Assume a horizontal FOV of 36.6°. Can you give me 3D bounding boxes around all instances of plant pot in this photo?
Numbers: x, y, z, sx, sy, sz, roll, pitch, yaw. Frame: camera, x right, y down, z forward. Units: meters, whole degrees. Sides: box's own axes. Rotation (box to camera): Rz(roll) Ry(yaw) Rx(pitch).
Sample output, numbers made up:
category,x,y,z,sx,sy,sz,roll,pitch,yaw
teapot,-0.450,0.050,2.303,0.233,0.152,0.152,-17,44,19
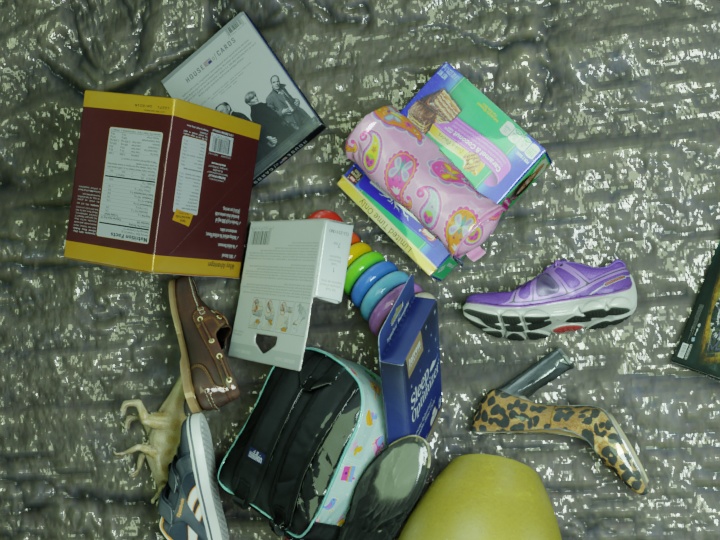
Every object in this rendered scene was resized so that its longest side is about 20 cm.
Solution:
category,x,y,z,sx,sy,sz,roll,pitch,yaw
plant pot,0.138,0.287,1.196,0.198,0.200,0.143,3,60,18

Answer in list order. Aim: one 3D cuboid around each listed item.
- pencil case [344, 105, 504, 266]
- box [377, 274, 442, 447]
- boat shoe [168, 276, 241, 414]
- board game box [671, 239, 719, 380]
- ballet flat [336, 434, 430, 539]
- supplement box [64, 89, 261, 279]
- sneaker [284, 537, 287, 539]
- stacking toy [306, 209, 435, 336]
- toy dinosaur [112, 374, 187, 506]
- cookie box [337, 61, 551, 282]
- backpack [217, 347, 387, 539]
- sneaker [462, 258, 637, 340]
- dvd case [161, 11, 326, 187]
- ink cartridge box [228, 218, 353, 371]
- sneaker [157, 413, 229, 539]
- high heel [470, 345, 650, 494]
category,x,y,z,sx,sy,sz,roll,pitch,yaw
pencil case,0.072,-0.098,1.235,0.200,0.087,0.088,45,97,17
box,0.058,0.118,1.212,0.032,0.121,0.201,7,126,20
boat shoe,-0.194,0.086,1.366,0.070,0.071,0.201,-20,57,3
board game box,0.421,0.024,1.166,0.028,0.135,0.201,22,90,-24
ballet flat,0.019,0.266,1.192,0.066,0.057,0.201,30,100,15
supplement box,-0.238,-0.100,1.336,0.132,0.197,0.202,9,92,25
sneaker,-0.140,0.382,1.316,0.115,0.078,0.201,25,89,18
stacking toy,0.000,0.000,1.327,0.085,0.085,0.200,-46,68,7
toy dinosaur,-0.258,0.200,1.402,0.100,0.058,0.202,10,76,2
cookie box,0.100,-0.117,1.311,0.171,0.075,0.200,45,97,18
backpack,-0.045,0.196,1.259,0.175,0.153,0.202,23,95,44
sneaker,0.218,0.029,1.264,0.198,0.081,0.084,-7,63,10
dvd case,-0.157,-0.220,1.436,0.150,0.025,0.201,-37,73,10
ink cartridge box,-0.087,0.027,1.307,0.199,0.043,0.175,3,83,59
sneaker,-0.210,0.272,1.317,0.079,0.078,0.202,-6,106,0
high heel,0.221,0.199,1.222,0.142,0.071,0.201,-36,57,3
